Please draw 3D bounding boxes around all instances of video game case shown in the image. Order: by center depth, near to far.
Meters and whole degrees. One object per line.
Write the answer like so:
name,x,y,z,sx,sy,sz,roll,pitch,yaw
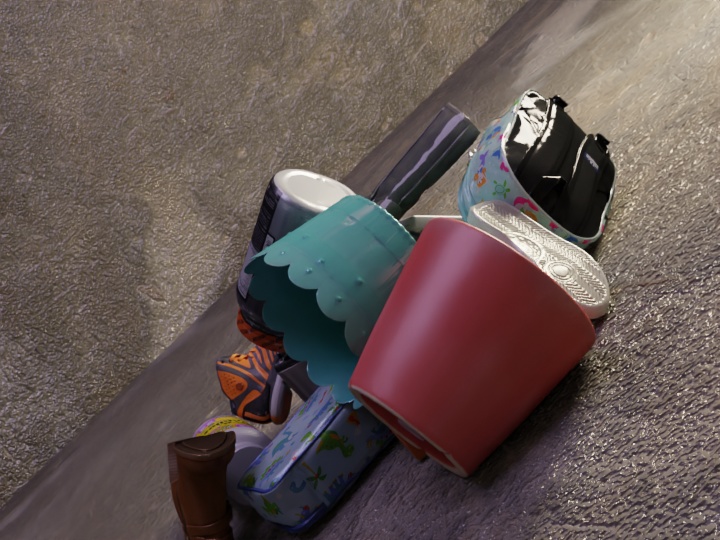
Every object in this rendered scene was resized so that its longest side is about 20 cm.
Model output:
video game case,0.122,-0.051,1.494,0.196,0.022,0.182,0,-6,-23

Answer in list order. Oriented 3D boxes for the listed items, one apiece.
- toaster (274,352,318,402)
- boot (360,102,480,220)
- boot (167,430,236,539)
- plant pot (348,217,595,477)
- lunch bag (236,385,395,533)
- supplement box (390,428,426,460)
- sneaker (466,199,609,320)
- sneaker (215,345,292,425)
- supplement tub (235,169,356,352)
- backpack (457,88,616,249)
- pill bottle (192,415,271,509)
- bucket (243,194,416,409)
toaster,-0.005,0.092,1.454,0.180,0.119,0.201,-33,13,41
boot,0.057,-0.124,1.381,0.202,0.072,0.182,-57,23,5
boot,-0.179,0.273,1.269,0.076,0.158,0.199,-10,-6,-29
plant pot,0.093,0.080,1.026,0.178,0.200,0.200,-53,13,-10
lunch bag,-0.046,0.205,1.263,0.200,0.083,0.160,-47,13,-23
supplement box,0.067,0.128,1.207,0.069,0.067,0.200,-39,12,10
sneaker,0.184,0.007,1.154,0.074,0.086,0.200,-15,41,-28
sneaker,-0.144,0.112,1.533,0.078,0.110,0.203,68,-149,-66
supplement tub,-0.080,-0.009,1.329,0.123,0.121,0.203,-65,-4,-65
backpack,0.205,-0.094,1.285,0.150,0.177,0.201,-42,13,34
pill bottle,-0.163,0.253,1.430,0.104,0.105,0.200,-44,12,-13
bucket,-0.013,0.030,1.176,0.134,0.209,0.207,-38,9,-21
